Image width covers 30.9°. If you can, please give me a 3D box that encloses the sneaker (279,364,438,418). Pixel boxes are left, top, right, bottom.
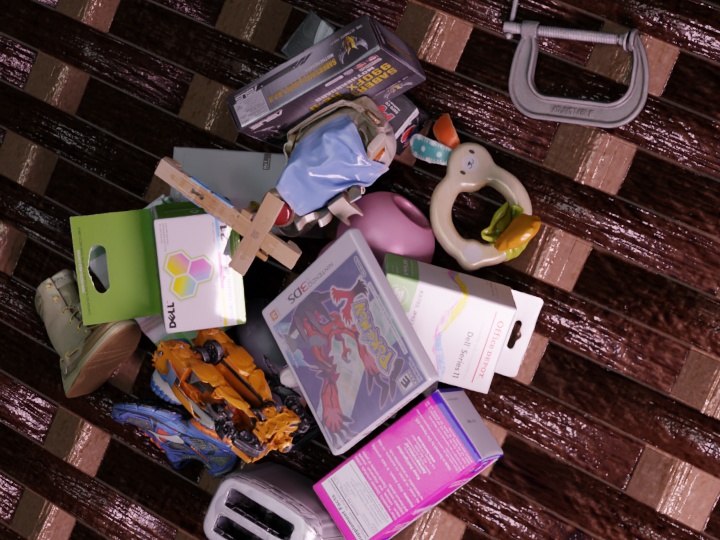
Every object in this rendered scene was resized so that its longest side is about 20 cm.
[{"bbox_3d":[0.001,0.135,1.593,0.198,0.075,0.101,-7,86,2],"label":"sneaker"}]

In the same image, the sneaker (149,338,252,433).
[{"bbox_3d":[-0.188,0.147,1.668,0.199,0.077,0.086,24,106,28],"label":"sneaker"}]

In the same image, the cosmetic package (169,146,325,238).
[{"bbox_3d":[-0.144,-0.101,1.683,0.198,0.090,0.108,4,91,19],"label":"cosmetic package"}]

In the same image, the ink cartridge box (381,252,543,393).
[{"bbox_3d":[0.109,0.067,1.525,0.198,0.067,0.118,15,111,-6],"label":"ink cartridge box"}]

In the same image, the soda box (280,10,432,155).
[{"bbox_3d":[-0.006,-0.238,1.651,0.200,0.063,0.071,44,102,18],"label":"soda box"}]

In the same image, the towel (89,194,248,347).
[{"bbox_3d":[-0.250,0.012,1.695,0.148,0.031,0.201,-29,112,18],"label":"towel"}]

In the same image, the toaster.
[{"bbox_3d":[-0.106,0.311,1.613,0.199,0.129,0.114,28,95,21],"label":"toaster"}]

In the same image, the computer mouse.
[{"bbox_3d":[-0.080,0.118,1.651,0.140,0.046,0.201,-24,85,17],"label":"computer mouse"}]

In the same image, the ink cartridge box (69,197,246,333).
[{"bbox_3d":[-0.249,0.000,1.604,0.198,0.076,0.149,-7,107,-12],"label":"ink cartridge box"}]

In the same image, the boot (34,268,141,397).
[{"bbox_3d":[-0.369,0.063,1.736,0.200,0.072,0.156,-45,64,50],"label":"boot"}]

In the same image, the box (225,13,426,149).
[{"bbox_3d":[-0.039,-0.216,1.543,0.199,0.158,0.049,-27,75,17],"label":"box"}]

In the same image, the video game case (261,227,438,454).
[{"bbox_3d":[-0.017,0.084,1.503,0.182,0.023,0.201,-42,69,36],"label":"video game case"}]

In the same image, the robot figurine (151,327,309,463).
[{"bbox_3d":[-0.155,0.153,1.584,0.200,0.145,0.058,45,125,18],"label":"robot figurine"}]

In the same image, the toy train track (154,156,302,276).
[{"bbox_3d":[-0.154,-0.072,1.545,0.199,0.033,0.115,35,119,3],"label":"toy train track"}]

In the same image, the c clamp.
[{"bbox_3d":[0.258,-0.261,1.569,0.199,0.027,0.172,17,92,22],"label":"c clamp"}]

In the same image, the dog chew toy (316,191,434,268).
[{"bbox_3d":[0.000,0.000,1.604,0.125,0.124,0.200,47,110,18],"label":"dog chew toy"}]

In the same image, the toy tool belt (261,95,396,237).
[{"bbox_3d":[-0.045,-0.110,1.526,0.200,0.123,0.125,-40,105,15],"label":"toy tool belt"}]

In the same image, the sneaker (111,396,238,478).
[{"bbox_3d":[-0.245,0.218,1.706,0.199,0.075,0.079,16,95,23],"label":"sneaker"}]

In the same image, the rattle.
[{"bbox_3d":[0.130,-0.108,1.541,0.129,0.143,0.202,-19,82,11],"label":"rattle"}]

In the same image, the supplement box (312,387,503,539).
[{"bbox_3d":[0.057,0.240,1.569,0.200,0.101,0.104,-38,75,15],"label":"supplement box"}]
